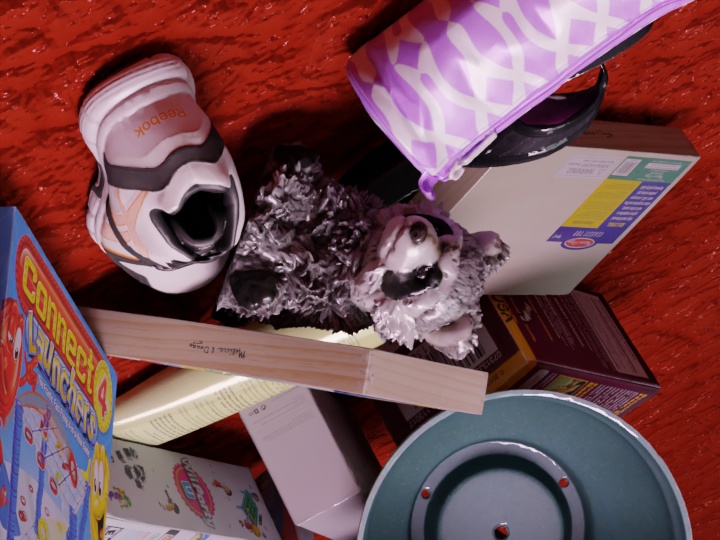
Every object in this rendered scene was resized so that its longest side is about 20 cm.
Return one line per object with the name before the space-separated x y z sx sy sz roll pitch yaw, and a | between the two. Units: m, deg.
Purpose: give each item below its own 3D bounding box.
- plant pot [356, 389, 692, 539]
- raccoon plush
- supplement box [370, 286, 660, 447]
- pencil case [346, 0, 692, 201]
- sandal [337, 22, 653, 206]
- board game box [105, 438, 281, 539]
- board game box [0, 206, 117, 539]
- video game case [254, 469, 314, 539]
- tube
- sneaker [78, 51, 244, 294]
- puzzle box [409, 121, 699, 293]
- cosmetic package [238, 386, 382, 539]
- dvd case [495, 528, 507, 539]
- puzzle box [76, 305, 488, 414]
plant pot | 0.091 0.167 1.523 0.200 0.201 0.134 -29 -176 -3
raccoon plush | 0.000 0.000 1.323 0.200 0.134 0.097 145 -35 -83
supplement box | 0.097 0.067 1.644 0.110 0.086 0.200 -39 155 21
pencil case | 0.087 -0.123 1.243 0.200 0.086 0.084 -37 158 13
sandal | 0.077 -0.079 1.335 0.200 0.048 0.075 -32 -163 19
board game box | -0.161 0.173 1.516 0.147 0.064 0.200 -36 155 18
board game box | -0.176 0.101 1.218 0.056 0.197 0.200 -3 153 9
video game case | -0.111 0.221 1.611 0.200 0.143 0.017 -40 115 11
tube | -0.083 0.063 1.477 0.199 0.052 0.058 -28 118 8
sneaker | -0.093 -0.026 1.234 0.074 0.080 0.200 -29 159 -8
puzzle box | 0.103 -0.037 1.489 0.200 0.025 0.133 1 138 -51
cosmetic package | -0.022 0.124 1.582 0.051 0.083 0.200 -30 167 3
dvd case | 0.034 0.213 1.626 0.199 0.149 0.016 -15 118 -33
puzzle box | -0.048 0.048 1.346 0.199 0.026 0.133 7 177 31
